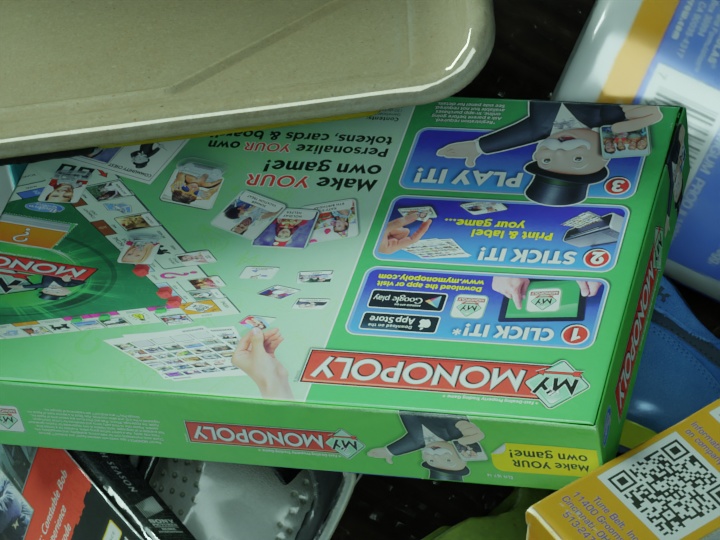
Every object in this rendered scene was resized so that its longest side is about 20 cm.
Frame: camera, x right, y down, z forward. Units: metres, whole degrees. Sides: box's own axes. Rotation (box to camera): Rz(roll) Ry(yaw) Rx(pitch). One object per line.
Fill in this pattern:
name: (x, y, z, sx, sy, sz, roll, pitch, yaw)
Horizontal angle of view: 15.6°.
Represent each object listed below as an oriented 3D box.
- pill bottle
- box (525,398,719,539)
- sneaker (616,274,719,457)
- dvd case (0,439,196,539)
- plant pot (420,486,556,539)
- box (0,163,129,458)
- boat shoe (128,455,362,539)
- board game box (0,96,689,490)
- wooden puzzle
pill bottle: (0.159, -0.030, 0.844, 0.200, 0.112, 0.112, 25, 95, 1)
box: (0.132, 0.073, 0.751, 0.200, 0.119, 0.041, -25, 51, -24)
sneaker: (0.146, 0.072, 0.858, 0.200, 0.066, 0.079, 37, 62, -25)
dvd case: (-0.128, 0.085, 0.823, 0.200, 0.022, 0.146, 43, 121, 38)
plant pot: (0.066, 0.174, 0.840, 0.200, 0.200, 0.190, -36, 80, 5)
box: (-0.114, 0.039, 0.884, 0.082, 0.049, 0.200, -14, 93, 32)
boat shoe: (-0.036, 0.058, 0.817, 0.074, 0.060, 0.200, 26, 87, 1)
board game box: (-0.014, 0.000, 0.769, 0.200, 0.135, 0.029, 4, 135, 18)
wooden puzzle: (-0.057, -0.081, 0.829, 0.200, 0.185, 0.037, -11, 119, 6)
